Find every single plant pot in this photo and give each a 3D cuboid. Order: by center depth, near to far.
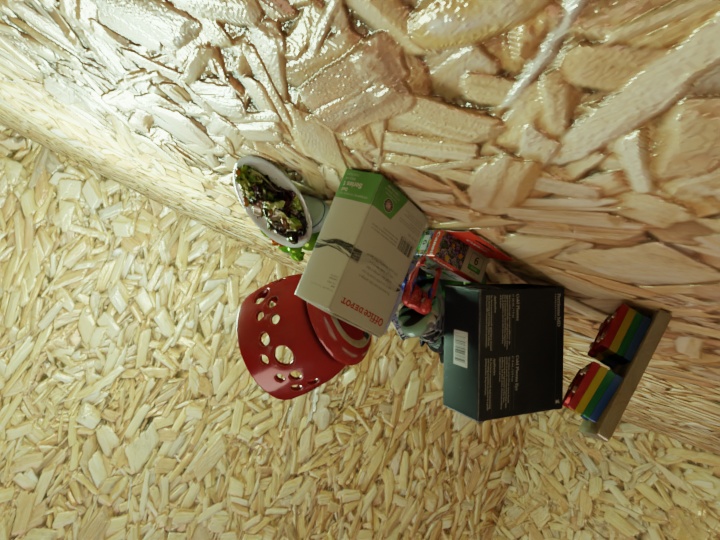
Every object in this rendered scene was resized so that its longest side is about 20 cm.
[{"bbox_3d":[-0.089,0.101,0.920,0.179,0.206,0.199,-23,147,26],"label":"plant pot"}]

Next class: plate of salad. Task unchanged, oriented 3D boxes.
[{"bbox_3d":[-0.174,-0.121,1.002,0.196,0.048,0.204,27,142,23],"label":"plate of salad"}]

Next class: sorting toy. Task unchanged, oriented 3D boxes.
[{"bbox_3d":[0.391,0.159,0.842,0.068,0.203,0.200,28,175,20],"label":"sorting toy"}]

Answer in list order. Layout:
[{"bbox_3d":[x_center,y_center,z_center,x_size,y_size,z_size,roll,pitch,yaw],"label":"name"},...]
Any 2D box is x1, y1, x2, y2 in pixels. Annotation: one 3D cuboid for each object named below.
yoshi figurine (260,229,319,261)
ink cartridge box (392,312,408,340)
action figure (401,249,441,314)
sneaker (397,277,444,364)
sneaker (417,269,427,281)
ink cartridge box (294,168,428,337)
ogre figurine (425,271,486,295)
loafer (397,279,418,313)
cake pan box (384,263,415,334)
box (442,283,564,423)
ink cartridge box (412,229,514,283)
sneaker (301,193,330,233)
[{"bbox_3d":[-0.142,-0.082,1.168,0.112,0.112,0.200,45,178,-27],"label":"yoshi figurine"},{"bbox_3d":[0.083,0.053,1.270,0.204,0.049,0.109,62,-159,-4],"label":"ink cartridge box"},{"bbox_3d":[0.095,0.004,0.899,0.064,0.101,0.201,24,-165,-18],"label":"action figure"},{"bbox_3d":[0.129,0.111,0.958,0.075,0.144,0.200,-11,-164,23],"label":"sneaker"},{"bbox_3d":[0.179,0.039,1.156,0.199,0.076,0.077,42,-179,-30],"label":"sneaker"},{"bbox_3d":[0.005,-0.022,0.791,0.083,0.205,0.145,18,171,40],"label":"ink cartridge box"},{"bbox_3d":[0.214,0.064,1.069,0.117,0.206,0.098,-10,-164,32],"label":"ogre figurine"},{"bbox_3d":[0.114,0.077,1.133,0.200,0.074,0.070,46,-158,-39],"label":"loafer"},{"bbox_3d":[0.000,0.000,1.029,0.195,0.189,0.052,23,-171,-6],"label":"cake pan box"},{"bbox_3d":[0.237,0.127,0.877,0.176,0.208,0.103,0,-178,-24],"label":"box"},{"bbox_3d":[0.155,-0.023,0.899,0.107,0.052,0.199,28,173,-23],"label":"ink cartridge box"},{"bbox_3d":[-0.138,-0.125,1.051,0.197,0.075,0.070,17,174,43],"label":"sneaker"}]
